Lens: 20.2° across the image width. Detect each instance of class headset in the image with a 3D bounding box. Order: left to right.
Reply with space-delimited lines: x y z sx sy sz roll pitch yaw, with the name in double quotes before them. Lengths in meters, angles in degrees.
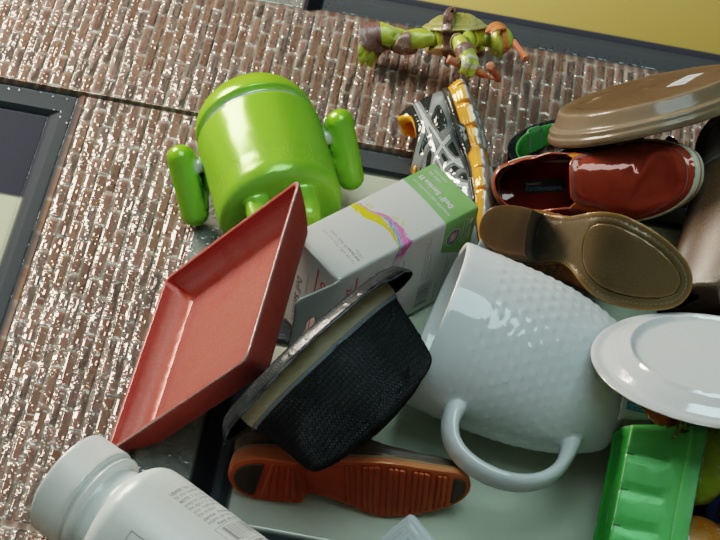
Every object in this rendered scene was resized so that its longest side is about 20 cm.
"headset" 0.224 -0.108 1.891 0.123 0.094 0.200 -26 36 -31

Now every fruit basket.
"fruit basket" 0.292 0.200 1.643 0.199 0.094 0.186 13 81 -11

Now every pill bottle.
"pill bottle" -0.153 0.219 1.562 0.200 0.115 0.114 34 53 19

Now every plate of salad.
"plate of salad" 0.283 0.087 1.621 0.199 0.048 0.200 4 24 -2

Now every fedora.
"fedora" -0.013 0.090 1.606 0.092 0.201 0.200 47 56 6

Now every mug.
"mug" 0.134 0.097 1.691 0.175 0.148 0.201 23 53 -2

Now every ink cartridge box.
"ink cartridge box" 0.000 0.000 1.770 0.200 0.117 0.067 -27 59 -28

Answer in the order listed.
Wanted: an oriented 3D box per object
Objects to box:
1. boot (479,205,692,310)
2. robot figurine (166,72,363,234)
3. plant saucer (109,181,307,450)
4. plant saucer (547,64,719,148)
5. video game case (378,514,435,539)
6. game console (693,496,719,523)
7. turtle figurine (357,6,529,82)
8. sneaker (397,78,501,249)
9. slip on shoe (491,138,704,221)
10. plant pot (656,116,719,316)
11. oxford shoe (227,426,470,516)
"boot" 0.212 -0.011 1.782 0.199 0.155 0.074 21 90 22
"robot figurine" -0.085 -0.097 1.842 0.175 0.116 0.201 -15 52 -5
"plant saucer" -0.119 0.047 1.688 0.037 0.199 0.201 36 44 -22
"plant saucer" 0.265 -0.153 1.844 0.199 0.030 0.200 -14 10 3
"video game case" 0.031 0.309 1.483 0.182 0.023 0.200 -39 64 -9
"game console" 0.376 0.166 1.689 0.199 0.173 0.119 11 22 1
"turtle figurine" 0.080 -0.224 1.969 0.160 0.065 0.200 0 17 9
"sneaker" 0.087 -0.086 1.895 0.077 0.078 0.201 -17 52 8
"slip on shoe" 0.209 -0.079 1.808 0.199 0.074 0.061 -2 1 25
"plant pot" 0.365 -0.011 1.798 0.199 0.201 0.199 21 58 10
"oxford shoe" -0.006 0.152 1.672 0.199 0.071 0.073 8 45 -1
